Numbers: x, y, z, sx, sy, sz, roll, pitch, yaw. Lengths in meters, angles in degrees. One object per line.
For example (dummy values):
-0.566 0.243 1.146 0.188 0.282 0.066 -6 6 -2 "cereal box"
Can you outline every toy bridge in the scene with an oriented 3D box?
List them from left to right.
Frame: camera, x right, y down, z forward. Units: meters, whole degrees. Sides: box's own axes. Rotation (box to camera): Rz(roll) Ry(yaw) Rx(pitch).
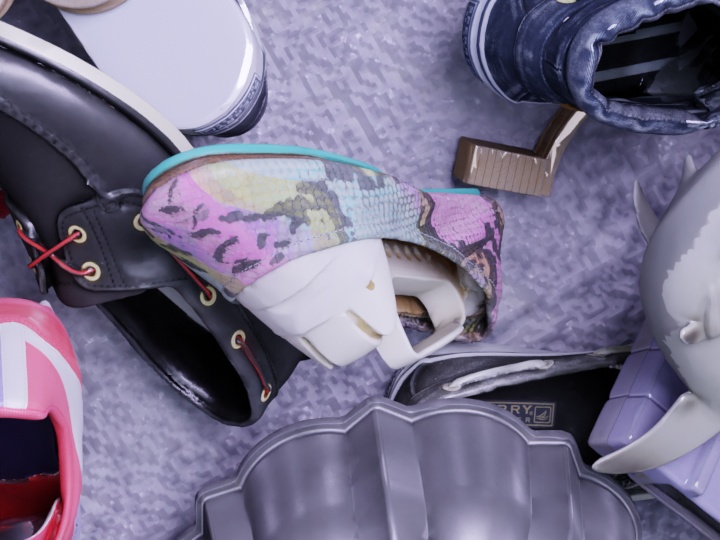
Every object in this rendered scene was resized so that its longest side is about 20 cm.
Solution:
0.089 -0.127 0.813 0.067 0.027 0.201 11 97 -12 "toy bridge"

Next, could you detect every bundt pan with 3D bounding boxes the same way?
0.021 0.152 0.790 0.201 0.076 0.202 -2 118 -3 "bundt pan"

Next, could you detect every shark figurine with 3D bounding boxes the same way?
0.118 -0.012 0.705 0.128 0.090 0.215 -21 144 0 "shark figurine"

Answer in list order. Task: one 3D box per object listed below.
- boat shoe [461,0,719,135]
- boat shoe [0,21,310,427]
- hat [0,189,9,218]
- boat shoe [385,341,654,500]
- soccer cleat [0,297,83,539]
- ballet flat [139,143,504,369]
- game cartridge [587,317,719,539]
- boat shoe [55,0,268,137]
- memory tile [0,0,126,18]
0.144 -0.089 0.775 0.200 0.091 0.071 -14 113 -22 "boat shoe"
-0.087 -0.016 0.748 0.201 0.074 0.063 46 63 -37 "boat shoe"
-0.187 -0.033 0.707 0.176 0.200 0.166 -19 112 8 "hat"
0.111 0.062 0.826 0.199 0.064 0.071 -3 99 -8 "boat shoe"
-0.129 0.104 0.768 0.066 0.077 0.200 -1 121 -9 "soccer cleat"
0.000 0.000 0.742 0.069 0.200 0.071 -24 74 27 "ballet flat"
0.189 0.067 0.810 0.200 0.038 0.130 38 70 -21 "game cartridge"
-0.097 -0.134 0.767 0.072 0.068 0.200 -38 82 5 "boat shoe"
-0.175 -0.154 0.737 0.199 0.017 0.154 -6 87 8 "memory tile"
